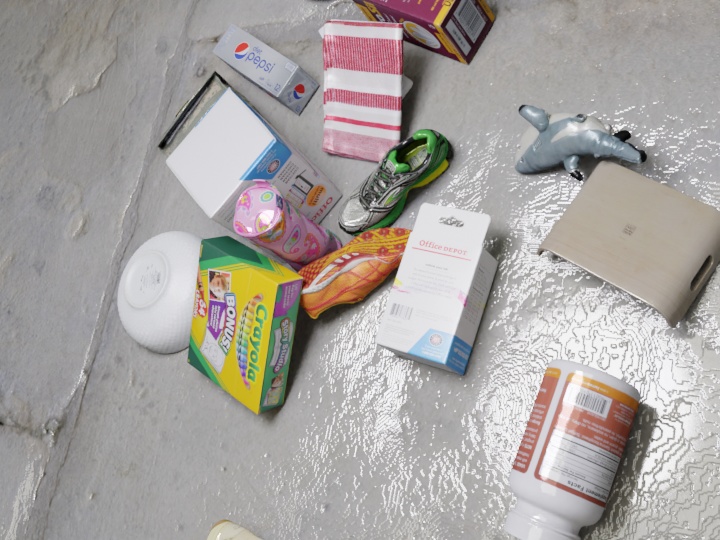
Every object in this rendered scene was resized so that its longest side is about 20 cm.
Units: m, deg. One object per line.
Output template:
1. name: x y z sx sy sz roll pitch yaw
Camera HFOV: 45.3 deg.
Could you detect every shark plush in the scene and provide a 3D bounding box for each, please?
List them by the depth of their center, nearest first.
1. shark plush: 0.284 -0.155 1.110 0.198 0.090 0.085 17 97 39

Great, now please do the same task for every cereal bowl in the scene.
1. cereal bowl: -0.323 0.026 1.405 0.197 0.083 0.204 -12 65 27

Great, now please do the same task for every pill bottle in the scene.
1. pill bottle: 0.234 0.213 0.978 0.111 0.112 0.204 17 81 34

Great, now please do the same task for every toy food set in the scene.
1. toy food set: 0.332 -0.035 1.055 0.199 0.061 0.144 32 78 34

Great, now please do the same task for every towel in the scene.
1. towel: 0.001 -0.268 1.295 0.142 0.023 0.205 14 112 34

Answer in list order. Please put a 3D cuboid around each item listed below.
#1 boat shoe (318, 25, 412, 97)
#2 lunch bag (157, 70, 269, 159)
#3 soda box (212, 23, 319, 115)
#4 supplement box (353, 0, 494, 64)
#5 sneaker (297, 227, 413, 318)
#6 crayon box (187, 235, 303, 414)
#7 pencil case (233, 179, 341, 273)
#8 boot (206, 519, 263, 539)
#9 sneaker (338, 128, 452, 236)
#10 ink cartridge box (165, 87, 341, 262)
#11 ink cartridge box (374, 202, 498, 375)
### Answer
1. boat shoe: 0.010 -0.330 1.354 0.065 0.073 0.201 -42 66 6
2. lunch bag: -0.250 -0.231 1.441 0.165 0.117 0.200 -50 49 5
3. soda box: -0.161 -0.341 1.456 0.199 0.068 0.064 39 94 36
4. supplement box: 0.088 -0.402 1.303 0.199 0.110 0.087 32 89 36
5. sneaker: 0.000 0.000 1.236 0.197 0.078 0.074 -24 40 5
6. crayon box: -0.172 0.076 1.254 0.171 0.058 0.204 27 116 38
7. pencil case: -0.101 -0.054 1.228 0.086 0.200 0.089 -10 66 23
8. boot: -0.159 0.451 1.147 0.153 0.073 0.204 6 69 35
9. sneaker: 0.039 -0.132 1.238 0.200 0.085 0.078 -45 67 10
10. ink cartridge box: -0.155 -0.136 1.293 0.148 0.199 0.145 -47 57 6
11. ink cartridge box: 0.109 0.022 1.153 0.113 0.068 0.204 13 79 34
